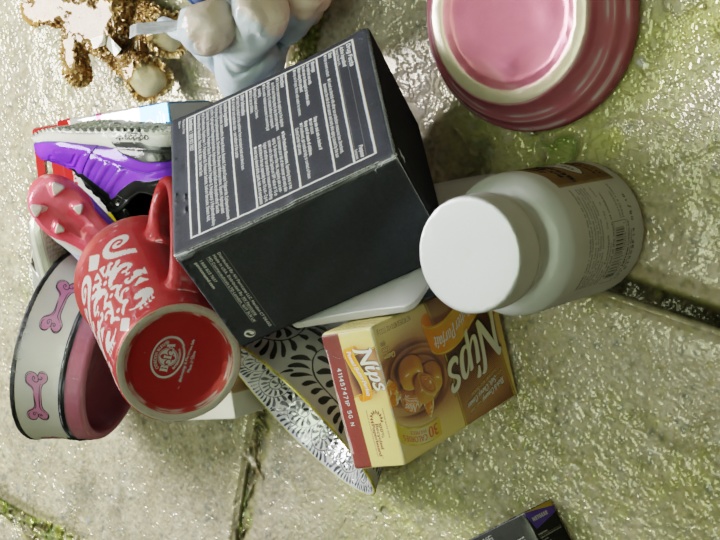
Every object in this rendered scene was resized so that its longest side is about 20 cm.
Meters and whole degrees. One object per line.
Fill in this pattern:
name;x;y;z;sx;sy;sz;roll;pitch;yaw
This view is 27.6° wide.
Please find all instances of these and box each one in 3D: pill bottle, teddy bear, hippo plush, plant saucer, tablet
pill bottle;0.136;-0.024;1.172;0.114;0.200;0.115;6;101;34
teddy bear;-0.254;-0.251;1.502;0.199;0.067;0.146;16;107;27
hippo plush;-0.101;-0.173;1.343;0.199;0.159;0.162;-14;102;17
plant saucer;0.135;-0.217;1.235;0.200;0.051;0.202;6;101;34
tablet;0.032;-0.019;1.260;0.130;0.200;0.014;-10;119;36

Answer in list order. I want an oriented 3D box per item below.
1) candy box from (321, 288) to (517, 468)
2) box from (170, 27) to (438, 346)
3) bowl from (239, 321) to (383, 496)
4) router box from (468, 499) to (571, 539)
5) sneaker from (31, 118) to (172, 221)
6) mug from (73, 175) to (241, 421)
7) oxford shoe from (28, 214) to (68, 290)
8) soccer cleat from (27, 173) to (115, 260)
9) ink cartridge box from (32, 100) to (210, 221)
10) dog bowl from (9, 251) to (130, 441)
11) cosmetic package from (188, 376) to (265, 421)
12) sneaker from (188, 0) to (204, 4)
candy box;0.055;0.081;1.243;0.055;0.200;0.116;-9;98;34
box;-0.046;-0.071;1.239;0.198;0.123;0.200;-24;38;12
bowl;-0.027;0.105;1.356;0.094;0.201;0.201;-43;66;-14
router box;0.123;0.321;1.330;0.200;0.052;0.158;-34;78;35
sneaker;-0.243;-0.093;1.429;0.199;0.069;0.100;6;105;36
mug;-0.184;0.026;1.296;0.200;0.133;0.178;-128;22;-64
oxford shoe;-0.320;-0.003;1.524;0.057;0.075;0.200;13;151;11
soccer cleat;-0.245;-0.016;1.428;0.067;0.076;0.200;-43;103;3
ink cartridge box;-0.242;-0.105;1.511;0.199;0.067;0.117;-4;95;36
dog bowl;-0.278;0.083;1.499;0.073;0.200;0.201;13;106;12
cosmetic package;-0.156;0.046;1.472;0.105;0.071;0.201;-8;93;35
sneaker;-0.100;-0.316;1.370;0.088;0.075;0.200;47;122;19
